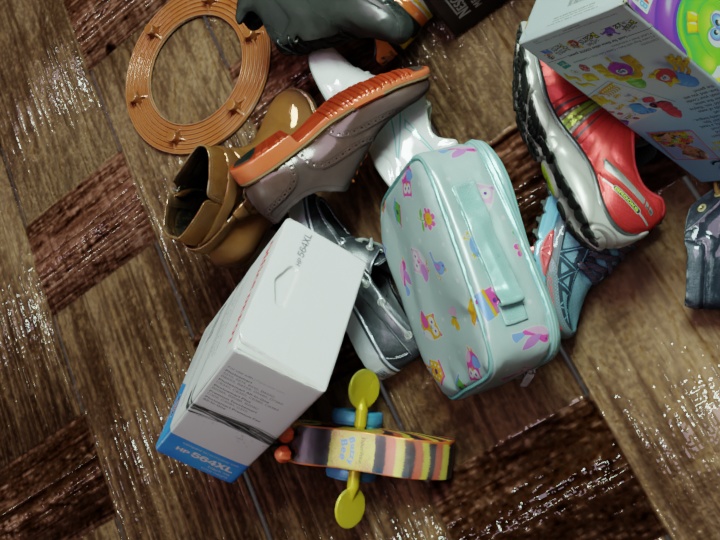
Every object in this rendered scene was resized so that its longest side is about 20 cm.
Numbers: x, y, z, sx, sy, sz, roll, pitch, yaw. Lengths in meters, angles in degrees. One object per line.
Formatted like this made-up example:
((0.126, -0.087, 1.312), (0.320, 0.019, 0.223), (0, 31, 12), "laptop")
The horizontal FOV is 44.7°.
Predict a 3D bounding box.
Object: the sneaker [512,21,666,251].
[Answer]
((0.178, -0.111, 0.694), (0.085, 0.077, 0.201), (-19, 74, -2), "sneaker")

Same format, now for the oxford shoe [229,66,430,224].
((-0.017, -0.116, 0.794), (0.200, 0.071, 0.073), (-31, 109, 3), "oxford shoe")

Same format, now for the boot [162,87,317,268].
((-0.116, -0.102, 0.851), (0.077, 0.155, 0.201), (20, 89, 29), "boot")

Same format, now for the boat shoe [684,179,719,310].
((0.303, -0.063, 0.681), (0.091, 0.071, 0.201), (4, 83, 25), "boat shoe")

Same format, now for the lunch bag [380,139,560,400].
((0.089, 0.004, 0.721), (0.077, 0.160, 0.201), (-15, 76, -19), "lunch bag")

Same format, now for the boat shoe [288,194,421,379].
((0.000, 0.000, 0.821), (0.068, 0.072, 0.200), (-34, 69, 19), "boat shoe")

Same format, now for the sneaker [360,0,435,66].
((-0.022, -0.283, 0.888), (0.200, 0.070, 0.090), (41, 96, 25), "sneaker")

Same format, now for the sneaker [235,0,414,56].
((-0.037, -0.238, 0.824), (0.200, 0.076, 0.091), (29, 100, 32), "sneaker")

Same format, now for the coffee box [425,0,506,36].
((0.135, -0.319, 0.793), (0.200, 0.113, 0.080), (-32, 67, 19), "coffee box")

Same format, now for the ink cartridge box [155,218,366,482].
((-0.088, 0.074, 0.762), (0.200, 0.084, 0.146), (-47, 19, 46), "ink cartridge box")

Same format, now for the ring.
((-0.190, -0.230, 0.992), (0.200, 0.019, 0.201), (-5, 78, 26), "ring")

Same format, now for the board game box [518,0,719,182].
((0.231, -0.158, 0.613), (0.105, 0.200, 0.103), (0, 63, 62), "board game box")

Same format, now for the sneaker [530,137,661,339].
((0.197, -0.037, 0.726), (0.095, 0.079, 0.201), (10, 85, 26), "sneaker")

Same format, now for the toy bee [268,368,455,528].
((-0.023, 0.163, 0.780), (0.200, 0.109, 0.131), (-19, 76, 23), "toy bee")

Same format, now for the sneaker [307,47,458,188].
((0.023, -0.153, 0.847), (0.080, 0.070, 0.200), (-39, 73, 9), "sneaker")
